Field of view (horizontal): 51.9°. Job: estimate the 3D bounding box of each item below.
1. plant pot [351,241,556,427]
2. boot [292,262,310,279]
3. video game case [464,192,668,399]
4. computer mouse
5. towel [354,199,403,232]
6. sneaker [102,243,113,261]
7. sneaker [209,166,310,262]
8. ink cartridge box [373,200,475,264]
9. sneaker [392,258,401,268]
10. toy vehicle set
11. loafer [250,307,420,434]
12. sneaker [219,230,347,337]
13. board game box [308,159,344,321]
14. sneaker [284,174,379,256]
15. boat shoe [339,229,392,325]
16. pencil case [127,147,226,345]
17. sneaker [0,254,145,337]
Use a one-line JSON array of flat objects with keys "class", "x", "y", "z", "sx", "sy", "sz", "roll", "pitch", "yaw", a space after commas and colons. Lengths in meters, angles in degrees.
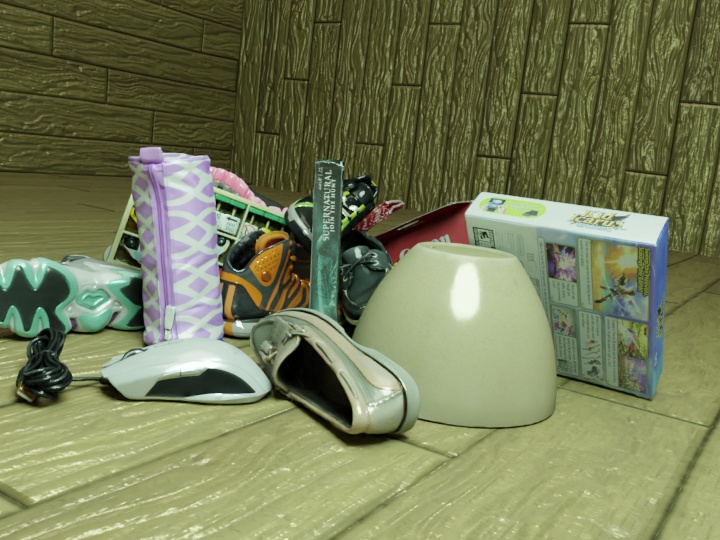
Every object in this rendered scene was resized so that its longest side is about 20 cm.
[{"class": "plant pot", "x": 0.091, "y": 0.046, "z": 0.692, "sx": 0.200, "sy": 0.135, "sz": 0.200, "roll": 7, "pitch": 9, "yaw": -1}, {"class": "boot", "x": -0.082, "y": 0.013, "z": 1.021, "sx": 0.200, "sy": 0.074, "sz": 0.096, "roll": 18, "pitch": 6, "yaw": 15}, {"class": "video game case", "x": 0.206, "y": 0.025, "z": 0.737, "sx": 0.181, "sy": 0.200, "sz": 0.045, "roll": 13, "pitch": 46, "yaw": 32}, {"class": "computer mouse", "x": -0.171, "y": 0.075, "z": 0.606, "sx": 0.200, "sy": 0.044, "sz": 0.110, "roll": 4, "pitch": 8, "yaw": -16}, {"class": "towel", "x": -0.024, "y": -0.041, "z": 1.116, "sx": 0.200, "sy": 0.022, "sz": 0.145, "roll": -36, "pitch": -1, "yaw": 13}, {"class": "sneaker", "x": -0.220, "y": -0.030, "z": 0.964, "sx": 0.108, "sy": 0.070, "sz": 0.200, "roll": -29, "pitch": -14, "yaw": 34}, {"class": "sneaker", "x": -0.140, "y": -0.072, "z": 0.973, "sx": 0.200, "sy": 0.079, "sz": 0.095, "roll": 28, "pitch": 3, "yaw": -10}, {"class": "ink cartridge box", "x": 0.121, "y": -0.034, "z": 1.120, "sx": 0.200, "sy": 0.084, "sz": 0.175, "roll": -23, "pitch": -11, "yaw": 38}, {"class": "sneaker", "x": 0.047, "y": 0.033, "z": 0.905, "sx": 0.075, "sy": 0.077, "sz": 0.200, "roll": 16, "pitch": 9, "yaw": -9}, {"class": "toy vehicle set", "x": -0.183, "y": -0.036, "z": 0.881, "sx": 0.200, "sy": 0.124, "sz": 0.027, "roll": 19, "pitch": -6, "yaw": -21}, {"class": "loafer", "x": -0.039, "y": 0.079, "z": 0.607, "sx": 0.063, "sy": 0.072, "sz": 0.200, "roll": -6, "pitch": 18, "yaw": -41}, {"class": "sneaker", "x": -0.077, "y": 0.012, "z": 0.851, "sx": 0.078, "sy": 0.112, "sz": 0.200, "roll": 14, "pitch": 11, "yaw": 38}, {"class": "board game box", "x": -0.033, "y": -0.007, "z": 0.720, "sx": 0.028, "sy": 0.200, "sz": 0.135, "roll": 3, "pitch": 9, "yaw": -1}, {"class": "sneaker", "x": -0.027, "y": -0.081, "z": 0.905, "sx": 0.083, "sy": 0.072, "sz": 0.200, "roll": -36, "pitch": 8, "yaw": 23}, {"class": "boat shoe", "x": 0.002, "y": -0.001, "z": 0.872, "sx": 0.074, "sy": 0.066, "sz": 0.199, "roll": -24, "pitch": 19, "yaw": 12}, {"class": "pencil case", "x": -0.181, "y": -0.018, "z": 0.721, "sx": 0.084, "sy": 0.200, "sz": 0.085, "roll": -1, "pitch": 8, "yaw": 17}, {"class": "sneaker", "x": -0.318, "y": 0.021, "z": 0.773, "sx": 0.140, "sy": 0.078, "sz": 0.200, "roll": 13, "pitch": 2, "yaw": 45}]
